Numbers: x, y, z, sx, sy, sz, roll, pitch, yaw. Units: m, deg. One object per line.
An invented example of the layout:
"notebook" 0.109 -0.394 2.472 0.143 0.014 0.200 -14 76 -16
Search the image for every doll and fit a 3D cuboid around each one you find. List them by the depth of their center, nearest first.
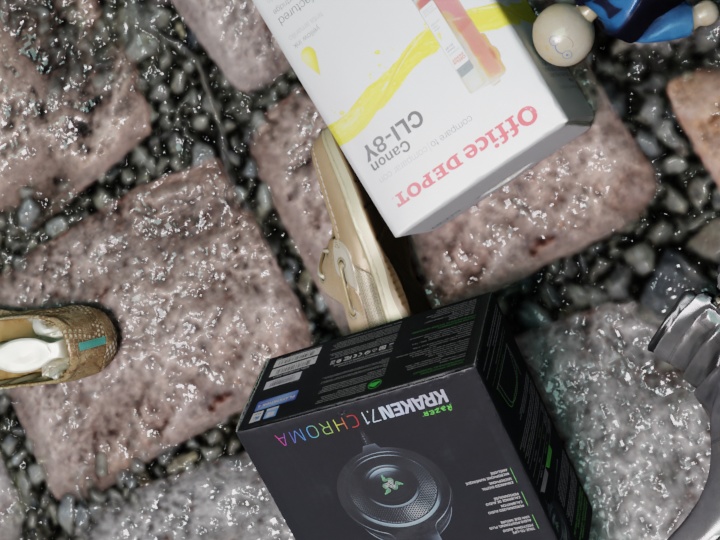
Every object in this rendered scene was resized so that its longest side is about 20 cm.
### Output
"doll" 0.179 -0.198 0.958 0.136 0.049 0.200 36 122 -22

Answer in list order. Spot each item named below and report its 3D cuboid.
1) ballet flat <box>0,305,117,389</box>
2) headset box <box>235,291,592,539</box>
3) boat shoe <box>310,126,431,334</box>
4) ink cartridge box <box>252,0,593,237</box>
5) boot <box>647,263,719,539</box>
"ballet flat" -0.282 0.062 1.213 0.198 0.065 0.071 -12 93 22
"headset box" 0.042 0.140 1.052 0.173 0.093 0.201 -16 115 21
"boat shoe" 0.000 0.000 1.092 0.064 0.071 0.202 -19 91 21
"ink cartridge box" 0.041 -0.144 1.051 0.145 0.083 0.201 -33 85 21
"boot" 0.232 0.089 1.023 0.132 0.070 0.200 42 98 14
